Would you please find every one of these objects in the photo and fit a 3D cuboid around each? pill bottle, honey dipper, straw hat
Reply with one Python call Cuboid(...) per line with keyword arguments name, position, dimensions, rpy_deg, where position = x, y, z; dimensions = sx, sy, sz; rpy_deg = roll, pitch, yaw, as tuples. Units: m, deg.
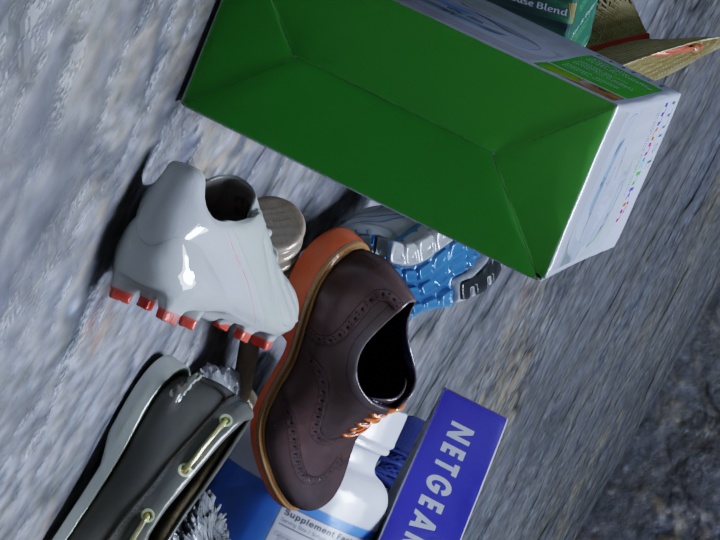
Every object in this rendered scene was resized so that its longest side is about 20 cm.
Cuboid(name="pill bottle", position=(-0.051, 0.160, 1.631), dimensions=(0.201, 0.112, 0.112), rpy_deg=(-64, 168, 0))
Cuboid(name="honey dipper", position=(-0.062, 0.031, 1.511), dimensions=(0.038, 0.038, 0.200), rpy_deg=(-55, 168, -35))
Cuboid(name="straw hat", position=(0.148, -0.162, 1.820), dimensions=(0.200, 0.085, 0.201), rpy_deg=(-20, 177, -1))

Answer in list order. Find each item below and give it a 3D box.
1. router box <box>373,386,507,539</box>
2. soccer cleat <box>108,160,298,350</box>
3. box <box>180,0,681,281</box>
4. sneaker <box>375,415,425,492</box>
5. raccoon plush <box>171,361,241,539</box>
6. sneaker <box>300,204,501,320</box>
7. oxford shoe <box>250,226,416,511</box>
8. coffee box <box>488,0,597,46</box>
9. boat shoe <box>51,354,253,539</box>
Cuboid(name="router box", position=(0.019, 0.202, 1.701), dimensions=(0.180, 0.049, 0.200), rpy_deg=(-65, 179, 37))
Cuboid(name="soccer cleat", position=(-0.068, -0.008, 1.339), dimensions=(0.078, 0.069, 0.200), rpy_deg=(-67, 165, 1))
Cuboid(name="box", position=(0.039, -0.083, 1.311), dimensions=(0.097, 0.199, 0.176), rpy_deg=(-67, 166, 13))
Cuboid(name="sneaker", position=(0.015, 0.179, 2.008), dimensions=(0.200, 0.080, 0.115), rpy_deg=(-52, 165, -37))
Cuboid(name="raccoon plush", position=(-0.077, 0.169, 1.482), dimensions=(0.201, 0.134, 0.097), rpy_deg=(-66, 166, 12))
Cuboid(name="sneaker", position=(0.000, 0.000, 1.610), dimensions=(0.200, 0.086, 0.075), rpy_deg=(-18, 112, -48))
Cuboid(name="oxford shoe", position=(-0.012, 0.073, 1.494), dimensions=(0.071, 0.072, 0.201), rpy_deg=(-34, 147, -36))
Cuboid(name="coffee box", position=(0.077, -0.198, 1.420), dimensions=(0.044, 0.123, 0.200), rpy_deg=(-52, 165, -30))
Cuboid(name="boat shoe", position=(-0.126, 0.146, 1.412), dimensions=(0.202, 0.060, 0.072), rpy_deg=(-63, 167, -6))
